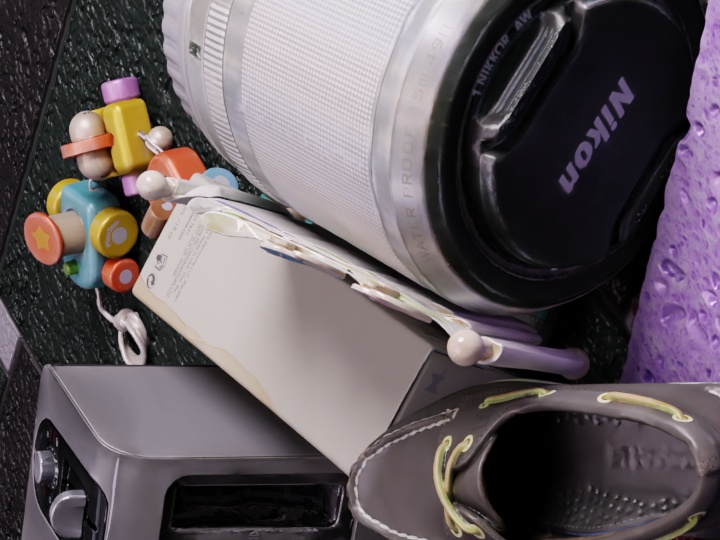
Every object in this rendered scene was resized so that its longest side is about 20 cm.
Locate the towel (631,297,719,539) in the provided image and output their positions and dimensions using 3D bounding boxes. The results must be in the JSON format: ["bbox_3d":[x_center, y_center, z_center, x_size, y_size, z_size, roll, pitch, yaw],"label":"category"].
[{"bbox_3d":[0.173,0.107,0.795,0.144,0.023,0.202,-5,96,58],"label":"towel"}]

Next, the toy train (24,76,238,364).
[{"bbox_3d":[-0.144,-0.025,1.182,0.151,0.055,0.200,63,144,19],"label":"toy train"}]

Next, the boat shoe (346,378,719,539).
[{"bbox_3d":[0.066,0.076,0.767,0.200,0.060,0.073,-12,83,40],"label":"boat shoe"}]

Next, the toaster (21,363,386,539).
[{"bbox_3d":[-0.074,0.149,1.021,0.119,0.198,0.183,-134,50,-59],"label":"toaster"}]

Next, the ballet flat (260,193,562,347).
[{"bbox_3d":[0.028,-0.025,0.936,0.199,0.067,0.064,33,102,45],"label":"ballet flat"}]

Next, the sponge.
[{"bbox_3d":[0.154,0.008,0.742,0.112,0.030,0.202,43,135,44],"label":"sponge"}]

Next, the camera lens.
[{"bbox_3d":[0.030,-0.084,0.807,0.199,0.159,0.162,30,126,47],"label":"camera lens"}]

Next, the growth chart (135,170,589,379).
[{"bbox_3d":[0.000,0.000,0.813,0.199,0.144,0.018,27,97,35],"label":"growth chart"}]

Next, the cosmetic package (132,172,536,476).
[{"bbox_3d":[-0.010,0.035,0.949,0.200,0.103,0.074,37,100,46],"label":"cosmetic package"}]
